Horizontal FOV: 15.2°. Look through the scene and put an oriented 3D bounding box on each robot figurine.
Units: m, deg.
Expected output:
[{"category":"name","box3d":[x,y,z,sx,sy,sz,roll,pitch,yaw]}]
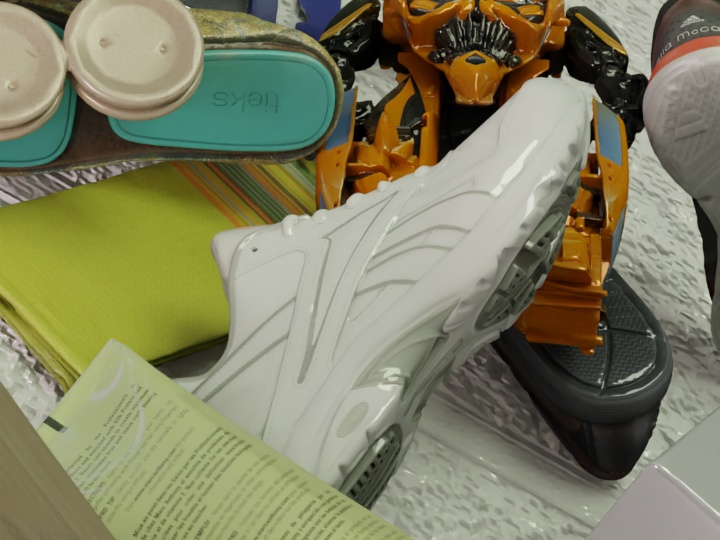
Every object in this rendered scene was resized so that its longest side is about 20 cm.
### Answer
[{"category":"robot figurine","box3d":[0.045,-0.053,1.050,0.144,0.058,0.200,3,45,-1]}]

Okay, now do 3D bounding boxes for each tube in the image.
[{"category":"tube","box3d":[-0.020,0.093,0.845,0.200,0.052,0.058,28,19,17]}]

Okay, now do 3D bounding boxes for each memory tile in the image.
[{"category":"memory tile","box3d":[-0.160,-0.108,0.942,0.199,0.017,0.154,-8,66,-15]}]

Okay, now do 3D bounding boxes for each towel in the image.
[{"category":"towel","box3d":[-0.065,-0.005,1.003,0.086,0.018,0.200,43,33,20]}]

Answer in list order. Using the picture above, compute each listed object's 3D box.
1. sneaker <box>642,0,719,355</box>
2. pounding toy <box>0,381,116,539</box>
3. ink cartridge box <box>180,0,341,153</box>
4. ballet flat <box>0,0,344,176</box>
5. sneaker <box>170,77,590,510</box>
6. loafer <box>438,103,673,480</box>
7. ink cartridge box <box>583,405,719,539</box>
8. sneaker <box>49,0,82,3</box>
[{"category":"sneaker","box3d":[0.168,-0.036,1.116,0.082,0.077,0.200,-93,165,-49]},{"category":"pounding toy","box3d":[-0.183,0.087,0.634,0.184,0.200,0.142,50,7,23]},{"category":"ink cartridge box","box3d":[-0.088,-0.158,1.155,0.199,0.047,0.198,23,34,-14]},{"category":"ballet flat","box3d":[-0.106,-0.071,1.000,0.199,0.071,0.071,2,42,-20]},{"category":"sneaker","box3d":[0.000,0.000,0.924,0.099,0.078,0.200,34,72,16]},{"category":"loafer","box3d":[0.061,0.002,1.083,0.072,0.063,0.200,-16,47,-15]},{"category":"ink cartridge box","box3d":[0.151,0.124,0.908,0.145,0.145,0.200,43,32,13]},{"category":"sneaker","box3d":[-0.157,-0.133,1.001,0.199,0.071,0.073,1,69,-25]}]
